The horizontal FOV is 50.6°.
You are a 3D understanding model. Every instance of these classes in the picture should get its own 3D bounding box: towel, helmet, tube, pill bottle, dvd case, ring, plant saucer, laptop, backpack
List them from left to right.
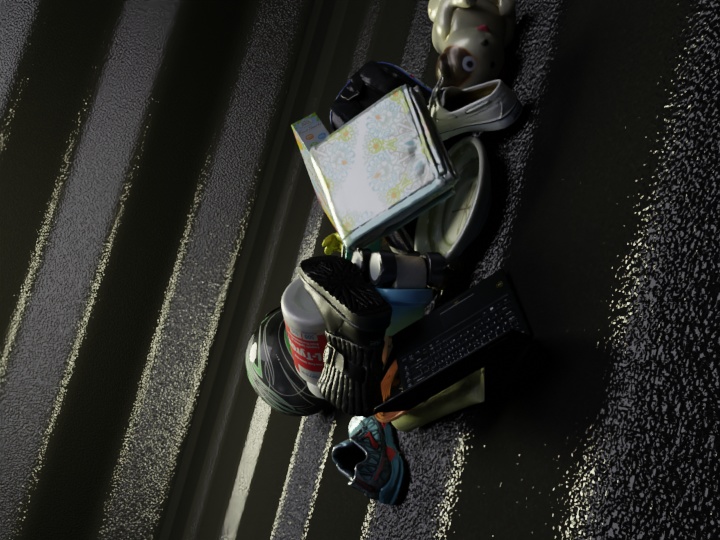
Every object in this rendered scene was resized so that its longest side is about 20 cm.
[{"bbox_3d":[-0.129,0.182,1.492,0.200,0.198,0.192,-50,11,50],"label":"helmet"},{"bbox_3d":[-0.059,0.111,1.222,0.113,0.110,0.202,-92,-4,-47],"label":"pill bottle"},{"bbox_3d":[0.027,-0.106,1.229,0.016,0.202,0.149,-32,10,-6],"label":"dvd case"},{"bbox_3d":[0.031,-0.145,1.083,0.198,0.048,0.174,-30,68,25],"label":"towel"},{"bbox_3d":[0.050,-0.242,1.266,0.200,0.190,0.154,-45,-9,-3],"label":"backpack"},{"bbox_3d":[0.087,0.124,1.030,0.201,0.019,0.201,-49,11,13],"label":"ring"},{"bbox_3d":[0.106,0.164,0.999,0.059,0.051,0.200,58,142,9],"label":"tube"},{"bbox_3d":[0.098,0.075,0.888,0.176,0.103,0.202,-32,35,16],"label":"laptop"},{"bbox_3d":[0.144,-0.091,1.108,0.202,0.049,0.201,-90,26,-46],"label":"plant saucer"}]

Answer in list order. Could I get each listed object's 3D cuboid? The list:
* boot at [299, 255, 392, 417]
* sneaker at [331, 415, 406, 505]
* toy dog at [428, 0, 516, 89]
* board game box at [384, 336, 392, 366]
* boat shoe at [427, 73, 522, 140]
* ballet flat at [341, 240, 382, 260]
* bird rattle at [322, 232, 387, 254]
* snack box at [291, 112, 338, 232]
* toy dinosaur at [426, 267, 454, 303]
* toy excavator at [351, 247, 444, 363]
[{"bbox_3d":[-0.030,0.086,1.052,0.211,0.078,0.161,-132,41,-52],"label":"boot"},{"bbox_3d":[0.002,0.262,1.131,0.200,0.094,0.081,-129,60,-69],"label":"sneaker"},{"bbox_3d":[0.161,-0.354,1.169,0.202,0.137,0.195,-92,26,-43],"label":"toy dog"},{"bbox_3d":[0.032,0.085,1.312,0.135,0.034,0.203,-125,54,-68],"label":"board game box"},{"bbox_3d":[0.128,-0.239,1.090,0.200,0.086,0.075,4,57,48],"label":"boat shoe"},{"bbox_3d":[0.000,0.000,1.267,0.071,0.068,0.204,-134,43,-77],"label":"ballet flat"},{"bbox_3d":[0.025,-0.071,1.419,0.162,0.113,0.201,-26,18,38],"label":"bird rattle"},{"bbox_3d":[-0.044,-0.142,1.272,0.143,0.052,0.201,57,171,35],"label":"snack box"},{"bbox_3d":[0.095,0.025,1.162,0.089,0.047,0.200,-58,15,1],"label":"toy dinosaur"},{"bbox_3d":[0.033,0.070,1.102,0.194,0.098,0.204,-171,84,-68],"label":"toy excavator"}]
